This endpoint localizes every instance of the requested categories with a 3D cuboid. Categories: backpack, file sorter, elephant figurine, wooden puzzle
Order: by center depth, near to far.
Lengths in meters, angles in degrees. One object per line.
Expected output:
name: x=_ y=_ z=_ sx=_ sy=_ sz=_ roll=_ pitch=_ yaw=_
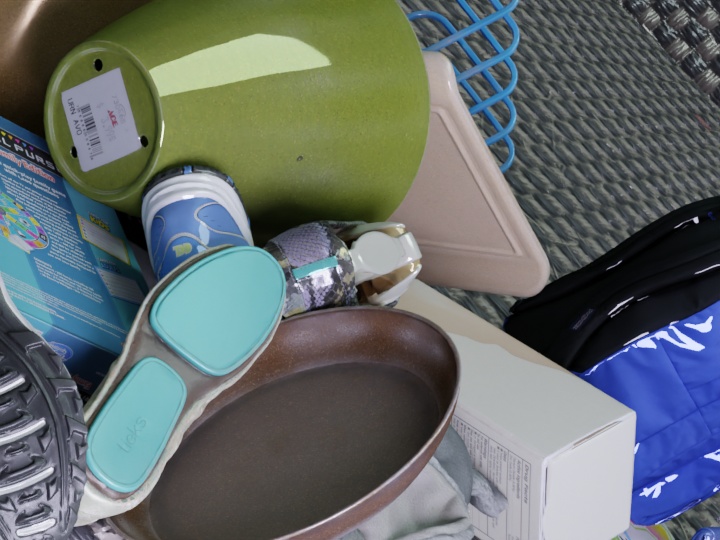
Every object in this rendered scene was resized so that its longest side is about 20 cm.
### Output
elephant figurine: x=-0.009 y=0.150 z=1.255 sx=0.200 sy=0.155 sz=0.142 roll=-86 pitch=162 yaw=-54
backpack: x=0.216 y=0.052 z=1.520 sx=0.168 sy=0.200 sz=0.163 roll=53 pitch=9 yaw=-24
wooden puzzle: x=0.020 y=-0.071 z=1.534 sx=0.037 sy=0.185 sz=0.200 roll=-56 pitch=136 yaw=-32
file sorter: x=0.033 y=-0.146 z=1.616 sx=0.139 sy=0.122 sz=0.200 roll=55 pitch=-16 yaw=28

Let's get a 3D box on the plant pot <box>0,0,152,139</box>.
plant pot: x=-0.190 y=-0.208 z=1.494 sx=0.186 sy=0.200 sz=0.187 roll=40 pitch=19 yaw=-16

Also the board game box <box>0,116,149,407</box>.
board game box: x=-0.188 y=-0.009 z=1.305 sx=0.151 sy=0.047 sz=0.200 roll=29 pitch=24 yaw=-42

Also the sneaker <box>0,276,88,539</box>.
sneaker: x=-0.188 y=0.050 z=1.141 sx=0.079 sy=0.074 sz=0.201 roll=113 pitch=-45 yaw=-65

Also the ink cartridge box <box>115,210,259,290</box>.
ink cartridge box: x=-0.093 y=0.006 z=1.497 sx=0.200 sy=0.037 sz=0.095 roll=34 pitch=21 yaw=-34

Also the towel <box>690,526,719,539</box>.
towel: x=0.236 y=0.233 z=1.541 sx=0.024 sy=0.145 sz=0.200 roll=27 pitch=8 yaw=30

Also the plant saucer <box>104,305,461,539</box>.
plant saucer: x=-0.038 y=0.089 z=1.197 sx=0.200 sy=0.200 sz=0.032 roll=-101 pitch=169 yaw=-60

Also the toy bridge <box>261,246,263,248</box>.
toy bridge: x=-0.049 y=-0.037 z=1.688 sx=0.067 sy=0.027 sz=0.200 roll=39 pitch=20 yaw=-12

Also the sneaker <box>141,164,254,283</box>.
sneaker: x=-0.078 y=0.037 z=1.335 sx=0.077 sy=0.076 sz=0.200 roll=-96 pitch=165 yaw=-51

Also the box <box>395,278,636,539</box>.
box: x=0.070 y=0.094 z=1.422 sx=0.078 sy=0.095 sz=0.200 roll=-24 pitch=40 yaw=-33

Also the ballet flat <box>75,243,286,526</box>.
ballet flat: x=-0.108 y=0.057 z=1.210 sx=0.067 sy=0.062 sz=0.200 roll=45 pitch=45 yaw=-6

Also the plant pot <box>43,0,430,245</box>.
plant pot: x=-0.089 y=-0.095 z=1.400 sx=0.187 sy=0.187 sz=0.200 roll=51 pitch=32 yaw=19

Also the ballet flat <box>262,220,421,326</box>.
ballet flat: x=0.000 y=0.000 z=1.362 sx=0.072 sy=0.072 sz=0.200 roll=47 pitch=12 yaw=9

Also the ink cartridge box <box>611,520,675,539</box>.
ink cartridge box: x=0.184 y=0.195 z=1.599 sx=0.200 sy=0.076 sz=0.148 roll=22 pitch=28 yaw=-46
